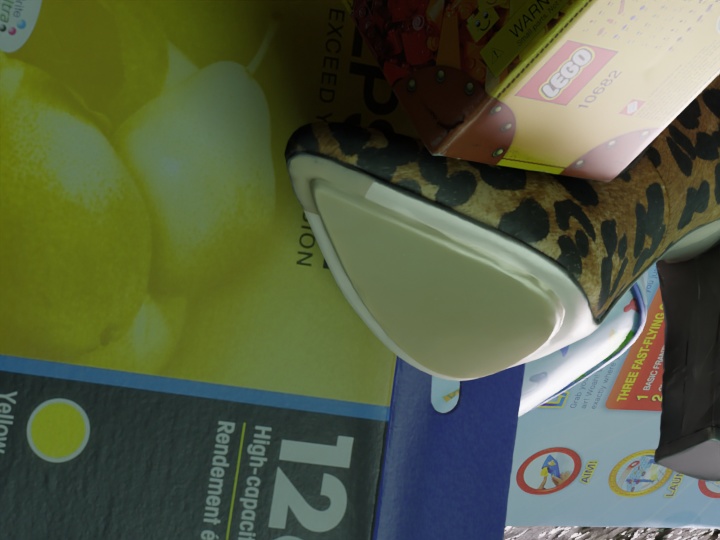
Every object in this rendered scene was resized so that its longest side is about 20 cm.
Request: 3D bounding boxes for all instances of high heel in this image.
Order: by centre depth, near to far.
[{"bbox_3d":[0.053,-0.036,0.716,0.071,0.143,0.200,-21,142,39],"label":"high heel"}]

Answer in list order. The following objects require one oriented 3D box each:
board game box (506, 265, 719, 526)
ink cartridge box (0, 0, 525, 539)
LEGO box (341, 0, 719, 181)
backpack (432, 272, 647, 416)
[{"bbox_3d":[0.154,0.016,0.978,0.195,0.056,0.200,4,130,-21],"label":"board game box"},{"bbox_3d":[-0.034,0.008,0.706,0.200,0.198,0.047,8,177,-19],"label":"ink cartridge box"},{"bbox_3d":[0.072,-0.144,0.631,0.077,0.149,0.200,5,137,-47],"label":"LEGO box"},{"bbox_3d":[0.000,0.000,0.834,0.200,0.154,0.163,-37,127,-11],"label":"backpack"}]
